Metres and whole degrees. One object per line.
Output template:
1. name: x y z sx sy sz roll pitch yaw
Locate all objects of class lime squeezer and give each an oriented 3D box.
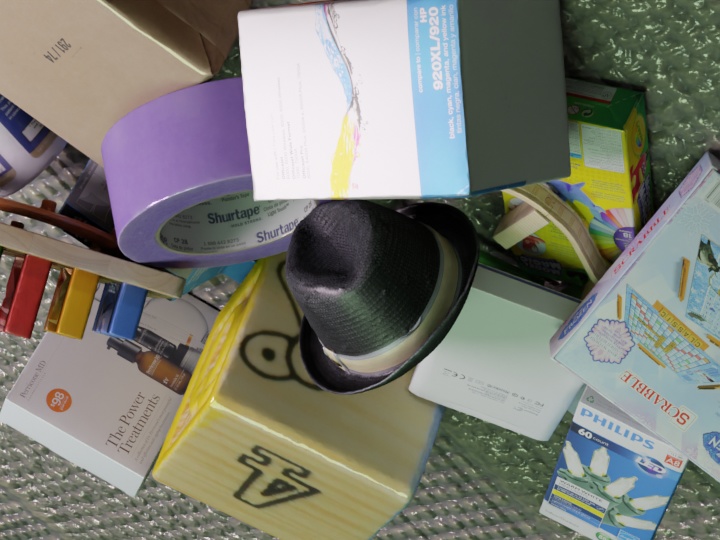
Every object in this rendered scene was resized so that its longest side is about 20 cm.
1. lime squeezer: 0.058 -0.018 1.864 0.198 0.038 0.071 12 143 21

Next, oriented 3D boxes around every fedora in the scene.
1. fedora: 0.000 0.000 1.720 0.200 0.202 0.092 -13 135 44

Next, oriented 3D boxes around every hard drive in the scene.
1. hard drive: 0.123 0.070 1.808 0.131 0.026 0.200 20 149 0

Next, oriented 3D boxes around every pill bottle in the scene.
1. pill bottle: -0.352 -0.168 1.897 0.110 0.112 0.200 -11 129 43

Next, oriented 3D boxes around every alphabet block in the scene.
1. alphabet block: -0.046 0.120 1.960 0.199 0.196 0.197 27 145 -8

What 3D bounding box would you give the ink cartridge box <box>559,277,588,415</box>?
1. ink cartridge box: 0.193 0.066 1.855 0.200 0.060 0.104 39 146 -14

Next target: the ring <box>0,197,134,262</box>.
1. ring: -0.291 -0.044 1.920 0.198 0.019 0.200 14 170 3

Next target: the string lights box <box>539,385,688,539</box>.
1. string lights box: 0.223 0.160 1.847 0.102 0.059 0.201 25 148 10

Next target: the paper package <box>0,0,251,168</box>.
1. paper package: -0.212 -0.200 1.765 0.190 0.104 0.200 37 144 -11

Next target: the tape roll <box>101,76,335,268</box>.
1. tape roll: -0.107 -0.077 1.770 0.198 0.086 0.200 -12 161 -4

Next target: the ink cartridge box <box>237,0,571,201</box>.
1. ink cartridge box: 0.031 -0.130 1.600 0.199 0.147 0.146 0 98 35

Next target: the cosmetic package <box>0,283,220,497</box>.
1. cosmetic package: -0.231 0.093 2.066 0.150 0.201 0.052 28 145 -1

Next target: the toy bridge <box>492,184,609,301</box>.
1. toy bridge: 0.131 -0.042 1.707 0.200 0.027 0.067 39 146 -14

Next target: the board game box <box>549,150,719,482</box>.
1. board game box: 0.283 0.045 1.688 0.199 0.041 0.200 36 108 -10

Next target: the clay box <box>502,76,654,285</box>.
1. clay box: 0.170 -0.066 1.714 0.114 0.048 0.201 14 145 22

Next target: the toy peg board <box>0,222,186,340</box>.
1. toy peg board: -0.270 0.026 1.877 0.197 0.099 0.200 17 176 -12

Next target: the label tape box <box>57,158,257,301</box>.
1. label tape box: -0.165 -0.040 1.970 0.199 0.064 0.144 33 146 -6
